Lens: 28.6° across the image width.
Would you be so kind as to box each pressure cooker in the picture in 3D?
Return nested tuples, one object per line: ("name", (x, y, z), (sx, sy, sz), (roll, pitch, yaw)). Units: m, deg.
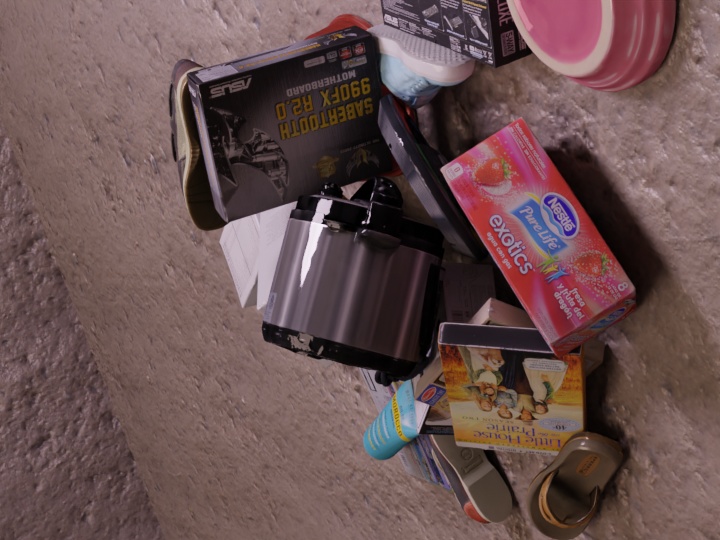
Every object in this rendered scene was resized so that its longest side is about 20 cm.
("pressure cooker", (-0.003, -0.001, 1.487), (0.175, 0.178, 0.201), (11, 86, 38))

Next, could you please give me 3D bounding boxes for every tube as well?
("tube", (0.049, 0.196, 1.814), (0.200, 0.050, 0.078), (120, 137, -65))

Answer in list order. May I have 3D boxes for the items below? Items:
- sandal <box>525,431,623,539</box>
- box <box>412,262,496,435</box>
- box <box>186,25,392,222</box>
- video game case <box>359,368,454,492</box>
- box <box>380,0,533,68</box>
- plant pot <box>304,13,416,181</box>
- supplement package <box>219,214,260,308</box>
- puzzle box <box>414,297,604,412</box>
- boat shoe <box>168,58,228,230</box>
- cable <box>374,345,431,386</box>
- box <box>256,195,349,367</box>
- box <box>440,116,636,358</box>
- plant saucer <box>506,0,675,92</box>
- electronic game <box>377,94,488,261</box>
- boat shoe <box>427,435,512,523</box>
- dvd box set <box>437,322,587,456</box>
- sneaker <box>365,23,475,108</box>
("sandal", (0.228, 0.244, 1.525), (0.201, 0.080, 0.054), (108, 177, -52))
("box", (0.106, 0.093, 1.618), (0.200, 0.060, 0.117), (105, 164, -54))
("box", (-0.073, -0.156, 1.504), (0.048, 0.199, 0.159), (-137, 33, -59))
("video game case", (0.067, 0.193, 1.866), (0.201, 0.022, 0.182), (66, 160, -12))
("box", (0.082, -0.298, 1.373), (0.200, 0.050, 0.159), (33, 140, 52))
("plant pot", (-0.070, -0.170, 1.632), (0.201, 0.194, 0.202), (46, 149, 38))
("supplement package", (-0.112, -0.047, 1.925), (0.200, 0.109, 0.114), (121, 132, -62))
("puzzle box", (0.153, 0.107, 1.491), (0.200, 0.132, 0.026), (124, 164, -54))
("boat shoe", (-0.172, -0.140, 1.556), (0.066, 0.071, 0.202), (-126, 26, -48))
("cable", (0.048, 0.050, 1.651), (0.200, 0.050, 0.164), (115, 157, -72))
("box", (-0.048, -0.005, 1.699), (0.124, 0.097, 0.201), (42, -154, -29))
("box", (0.171, -0.029, 1.342), (0.201, 0.094, 0.103), (59, -176, 17))
("plant saucer", (0.184, -0.245, 1.208), (0.201, 0.051, 0.201), (47, 150, 37))
("electronic game", (0.078, -0.097, 1.484), (0.201, 0.041, 0.200), (57, -171, -14))
("boat shoe", (0.122, 0.222, 1.756), (0.201, 0.071, 0.063), (63, 159, -4))
("dvd box set", (0.161, 0.127, 1.466), (0.201, 0.145, 0.030), (78, -159, -52))
("sneaker", (0.069, -0.206, 1.468), (0.200, 0.073, 0.082), (-136, 29, -63))
